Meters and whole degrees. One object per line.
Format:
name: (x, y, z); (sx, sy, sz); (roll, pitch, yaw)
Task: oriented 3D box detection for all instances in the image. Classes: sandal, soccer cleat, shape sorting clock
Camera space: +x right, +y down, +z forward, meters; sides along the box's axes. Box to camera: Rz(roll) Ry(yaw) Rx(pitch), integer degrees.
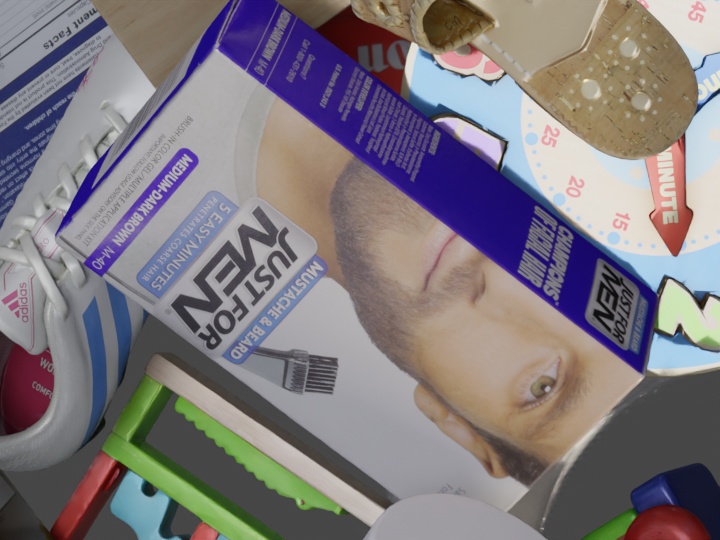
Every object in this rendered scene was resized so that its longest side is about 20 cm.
sandal: (0.039, -0.109, 1.015); (0.212, 0.070, 0.078); (34, 96, -13)
soccer cleat: (-0.108, -0.010, 1.119); (0.070, 0.086, 0.200); (25, 101, 23)
shape sorting clock: (0.114, -0.059, 1.093); (0.200, 0.039, 0.200); (0, 94, 3)

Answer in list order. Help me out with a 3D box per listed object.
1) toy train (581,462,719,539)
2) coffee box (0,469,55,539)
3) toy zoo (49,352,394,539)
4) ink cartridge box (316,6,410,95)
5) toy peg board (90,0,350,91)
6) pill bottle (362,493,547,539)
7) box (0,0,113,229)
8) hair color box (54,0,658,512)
toy train: (0.132, 0.185, 1.076); (0.116, 0.085, 0.200); (-34, 77, 24)
coffee box: (-0.190, 0.122, 1.138); (0.114, 0.080, 0.200); (-37, 91, 13)
toy zoo: (-0.081, 0.152, 1.175); (0.131, 0.020, 0.200); (34, 98, 17)
ink cartridge box: (0.019, -0.141, 1.143); (0.162, 0.050, 0.200); (-6, 82, 18)
toy peg board: (-0.049, -0.202, 1.066); (0.200, 0.199, 0.098); (-35, 34, 2)
pill bottle: (0.004, 0.184, 1.060); (0.116, 0.116, 0.200); (40, 125, 16)
box: (-0.122, -0.080, 1.189); (0.121, 0.032, 0.200); (-33, 76, 21)
hair color box: (0.000, 0.000, 1.062); (0.200, 0.065, 0.109); (36, 120, -11)
